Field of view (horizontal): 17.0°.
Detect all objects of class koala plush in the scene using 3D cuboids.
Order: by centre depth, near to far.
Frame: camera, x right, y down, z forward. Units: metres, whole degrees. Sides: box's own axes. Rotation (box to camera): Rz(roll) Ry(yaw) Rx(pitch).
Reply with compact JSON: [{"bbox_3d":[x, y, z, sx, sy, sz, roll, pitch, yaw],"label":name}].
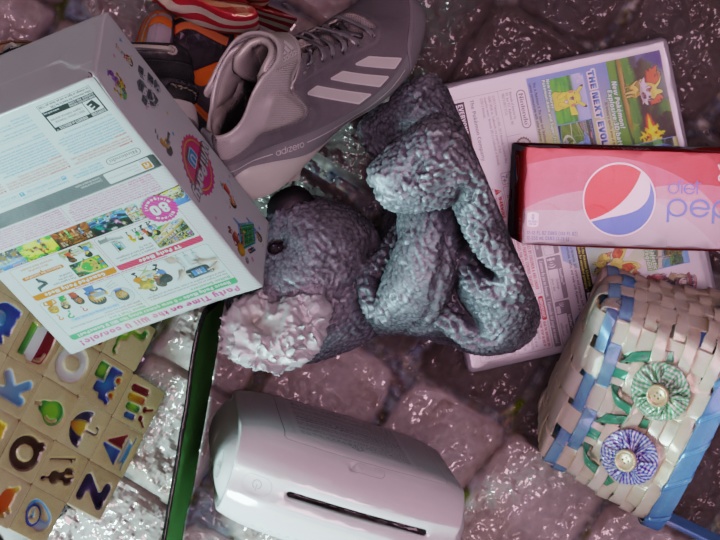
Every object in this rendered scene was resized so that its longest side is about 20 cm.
[{"bbox_3d":[0.000,0.000,1.583,0.200,0.177,0.184,-23,106,3],"label":"koala plush"}]

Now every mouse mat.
[{"bbox_3d":[-0.114,0.117,1.597,0.008,0.161,0.200,11,95,1],"label":"mouse mat"}]

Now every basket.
[{"bbox_3d":[0.228,0.099,1.629,0.200,0.139,0.176,18,111,-7],"label":"basket"}]

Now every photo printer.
[{"bbox_3d":[-0.017,0.140,1.588,0.166,0.200,0.070,17,94,-7],"label":"photo printer"}]

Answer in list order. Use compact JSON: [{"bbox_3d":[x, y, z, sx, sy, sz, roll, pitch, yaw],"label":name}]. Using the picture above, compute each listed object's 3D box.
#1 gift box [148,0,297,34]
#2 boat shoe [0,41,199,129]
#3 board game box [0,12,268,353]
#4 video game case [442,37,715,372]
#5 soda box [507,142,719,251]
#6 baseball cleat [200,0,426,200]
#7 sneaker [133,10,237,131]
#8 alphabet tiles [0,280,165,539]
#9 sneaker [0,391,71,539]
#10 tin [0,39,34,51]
[{"bbox_3d":[-0.114,-0.252,1.554,0.184,0.200,0.187,14,79,-3],"label":"gift box"},{"bbox_3d":[-0.203,-0.114,1.533,0.200,0.076,0.060,1,68,-16],"label":"boat shoe"},{"bbox_3d":[-0.169,-0.049,1.493,0.147,0.064,0.200,-19,132,20],"label":"board game box"},{"bbox_3d":[0.142,-0.045,1.673,0.182,0.022,0.200,-12,96,-3],"label":"video game case"},{"bbox_3d":[0.203,-0.049,1.635,0.200,0.063,0.070,1,95,-4],"label":"soda box"},{"bbox_3d":[-0.027,-0.133,1.559,0.070,0.106,0.200,22,59,30],"label":"baseball cleat"},{"bbox_3d":[-0.117,-0.067,1.621,0.112,0.078,0.200,16,103,-16],"label":"sneaker"},{"bbox_3d":[-0.219,0.084,1.593,0.200,0.006,0.167,35,77,-41],"label":"alphabet tiles"},{"bbox_3d":[-0.258,0.099,1.610,0.080,0.076,0.200,-26,126,-9],"label":"sneaker"},{"bbox_3d":[-0.258,-0.063,1.567,0.200,0.042,0.112,-48,116,-13],"label":"tin"}]
